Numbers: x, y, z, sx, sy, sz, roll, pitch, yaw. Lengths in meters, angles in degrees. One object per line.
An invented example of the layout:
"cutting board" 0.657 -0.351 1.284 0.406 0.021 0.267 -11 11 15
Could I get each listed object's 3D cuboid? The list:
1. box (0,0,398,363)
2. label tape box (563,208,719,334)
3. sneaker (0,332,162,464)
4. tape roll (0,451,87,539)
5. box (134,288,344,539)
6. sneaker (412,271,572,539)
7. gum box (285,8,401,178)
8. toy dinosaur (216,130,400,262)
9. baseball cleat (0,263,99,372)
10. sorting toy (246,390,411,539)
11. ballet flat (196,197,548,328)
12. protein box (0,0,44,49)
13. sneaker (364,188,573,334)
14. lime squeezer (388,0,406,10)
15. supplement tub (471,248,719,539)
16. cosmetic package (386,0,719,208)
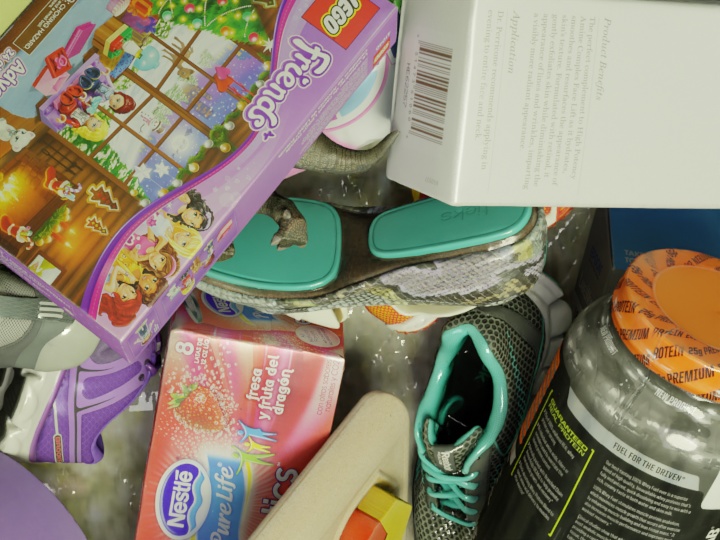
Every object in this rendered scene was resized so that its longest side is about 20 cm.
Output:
"box" -0.095 -0.078 0.818 0.136 0.039 0.201 36 75 11
"label tape box" 0.191 0.028 0.995 0.142 0.063 0.202 9 112 -7
"sneaker" -0.138 0.021 0.985 0.083 0.081 0.201 14 119 -26
"tape roll" -0.236 0.196 0.988 0.198 0.085 0.202 11 114 25
"box" -0.071 0.107 0.997 0.094 0.103 0.202 10 113 -5
"sneaker" 0.055 0.096 0.994 0.077 0.091 0.202 16 111 25
"gum box" -0.017 -0.124 0.921 0.198 0.066 0.114 -22 112 7
"toy dinosaur" -0.083 -0.048 0.859 0.198 0.077 0.103 -23 75 21
"baseball cleat" -0.212 0.020 0.916 0.106 0.199 0.071 12 74 -39
"sorting toy" -0.020 0.190 0.969 0.036 0.185 0.201 23 142 25
"ballet flat" 0.000 0.000 0.924 0.198 0.072 0.073 -4 113 14
"protein box" -0.237 -0.114 0.826 0.134 0.200 0.199 37 108 10
"sneaker" 0.070 -0.049 0.956 0.200 0.073 0.077 -41 98 11
"lime squeezer" -0.013 -0.123 0.873 0.198 0.038 0.071 -23 81 8
"supplement tub" 0.139 0.097 0.906 0.121 0.123 0.201 16 125 -9
"cosmetic package" 0.118 -0.085 0.869 0.198 0.074 0.103 0 104 -27
